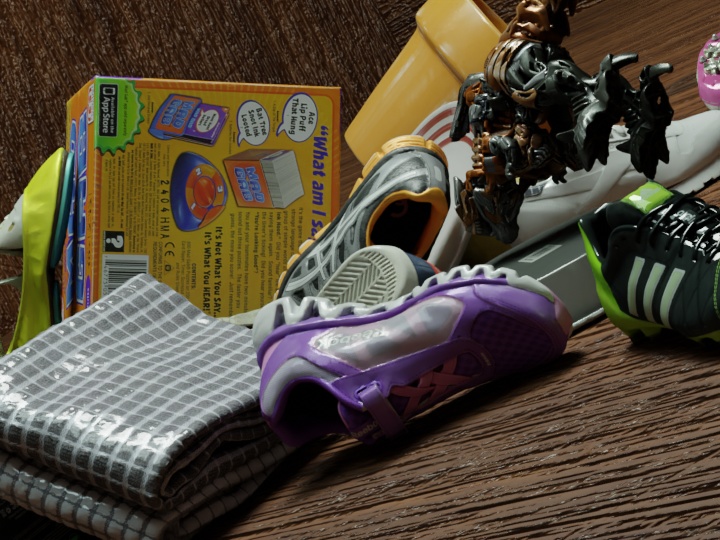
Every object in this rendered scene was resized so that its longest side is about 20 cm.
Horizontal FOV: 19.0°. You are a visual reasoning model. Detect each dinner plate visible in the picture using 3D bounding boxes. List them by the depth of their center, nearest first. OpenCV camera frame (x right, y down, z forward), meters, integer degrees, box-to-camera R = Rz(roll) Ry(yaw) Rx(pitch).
[{"bbox_3d":[0.045,-0.028,1.575,0.200,0.024,0.200,-53,24,37],"label":"dinner plate"}]

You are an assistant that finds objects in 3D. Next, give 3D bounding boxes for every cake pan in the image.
[{"bbox_3d":[0.120,0.006,1.368,0.200,0.037,0.200,-28,6,3],"label":"cake pan"}]

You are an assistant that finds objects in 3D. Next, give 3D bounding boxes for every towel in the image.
[{"bbox_3d":[-0.129,0.084,1.327,0.165,0.086,0.200,15,29,28],"label":"towel"}]

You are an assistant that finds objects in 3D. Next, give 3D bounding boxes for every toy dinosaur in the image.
[{"bbox_3d":[0.119,-0.113,1.377,0.136,0.200,0.102,24,34,36],"label":"toy dinosaur"}]

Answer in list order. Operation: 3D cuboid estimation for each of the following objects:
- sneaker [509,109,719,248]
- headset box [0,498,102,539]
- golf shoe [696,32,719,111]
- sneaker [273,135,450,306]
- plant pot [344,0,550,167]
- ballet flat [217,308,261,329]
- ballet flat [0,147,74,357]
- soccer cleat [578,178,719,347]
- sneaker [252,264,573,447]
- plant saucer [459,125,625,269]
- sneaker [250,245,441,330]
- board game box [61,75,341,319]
[{"bbox_3d":[0.184,-0.075,1.537,0.200,0.081,0.076,-29,5,-19],"label":"sneaker"},{"bbox_3d":[-0.276,0.180,1.414,0.200,0.093,0.174,-23,9,37],"label":"headset box"},{"bbox_3d":[0.315,-0.156,1.642,0.075,0.092,0.200,6,33,31],"label":"golf shoe"},{"bbox_3d":[0.000,0.000,1.514,0.200,0.078,0.077,-61,20,15],"label":"sneaker"},{"bbox_3d":[0.092,-0.147,2.065,0.183,0.200,0.200,-43,4,10],"label":"plant pot"},{"bbox_3d":[-0.088,0.066,1.566,0.200,0.067,0.062,-3,24,-39],"label":"ballet flat"},{"bbox_3d":[-0.269,0.000,1.735,0.067,0.200,0.067,3,8,-4],"label":"ballet flat"},{"bbox_3d":[0.167,-0.007,1.091,0.067,0.081,0.200,-31,7,-19],"label":"soccer cleat"},{"bbox_3d":[0.025,0.058,1.235,0.200,0.081,0.089,-11,40,23],"label":"sneaker"},{"bbox_3d":[0.115,-0.040,1.684,0.200,0.048,0.200,-31,8,-25],"label":"plant saucer"},{"bbox_3d":[-0.018,0.056,1.470,0.200,0.075,0.084,-35,-25,30],"label":"sneaker"},{"bbox_3d":[-0.135,-0.046,1.773,0.200,0.200,0.200,2,-2,-14],"label":"board game box"}]
